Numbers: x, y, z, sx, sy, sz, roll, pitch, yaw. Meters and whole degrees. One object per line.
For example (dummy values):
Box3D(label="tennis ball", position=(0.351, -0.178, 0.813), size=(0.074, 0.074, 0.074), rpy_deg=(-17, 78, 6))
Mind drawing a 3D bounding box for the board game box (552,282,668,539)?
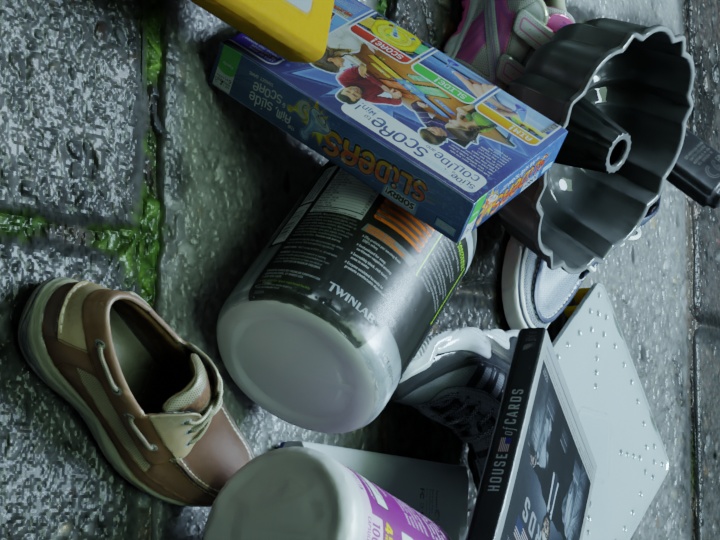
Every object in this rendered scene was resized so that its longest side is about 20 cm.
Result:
Box3D(label="board game box", position=(0.184, 0.145, 1.514), size=(0.200, 0.026, 0.200), rpy_deg=(-49, 125, -44))

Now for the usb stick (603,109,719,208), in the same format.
Box3D(label="usb stick", position=(0.220, -0.122, 1.482), size=(0.055, 0.200, 0.033), rpy_deg=(-37, 160, -45))

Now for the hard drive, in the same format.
Box3D(label="hard drive", position=(0.010, 0.195, 1.271), size=(0.200, 0.025, 0.132), rpy_deg=(16, 73, -52))

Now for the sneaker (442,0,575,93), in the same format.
Box3D(label="sneaker", position=(0.118, -0.172, 1.403), size=(0.081, 0.088, 0.200), rpy_deg=(22, 74, -51))

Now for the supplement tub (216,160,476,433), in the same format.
Box3D(label="supplement tub", position=(0.000, 0.000, 1.198), size=(0.200, 0.122, 0.123), rpy_deg=(-56, 129, -41))

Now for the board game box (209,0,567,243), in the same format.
Box3D(label="board game box", position=(0.020, -0.108, 1.193), size=(0.135, 0.200, 0.035), rpy_deg=(-36, 155, -49))

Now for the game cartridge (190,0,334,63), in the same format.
Box3D(label="game cartridge", position=(-0.069, -0.239, 1.090), size=(0.200, 0.032, 0.177), rpy_deg=(25, 72, -58))

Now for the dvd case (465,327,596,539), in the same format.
Box3D(label="dvd case", position=(0.119, 0.162, 1.245), size=(0.200, 0.025, 0.150), rpy_deg=(-71, 148, -43))

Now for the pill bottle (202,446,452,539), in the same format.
Box3D(label="pill bottle", position=(-0.001, 0.193, 1.135), size=(0.200, 0.112, 0.113), rpy_deg=(38, 57, -49))

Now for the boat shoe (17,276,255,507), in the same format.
Box3D(label="boat shoe", position=(-0.118, 0.078, 1.070), size=(0.200, 0.072, 0.076), rpy_deg=(48, 50, -40))

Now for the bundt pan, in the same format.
Box3D(label="bundt pan", position=(0.167, -0.103, 1.380), size=(0.202, 0.076, 0.202), rpy_deg=(-33, 138, -35))

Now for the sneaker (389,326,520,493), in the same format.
Box3D(label="sneaker", position=(0.082, 0.104, 1.316), size=(0.200, 0.075, 0.114), rpy_deg=(1, 67, -57))

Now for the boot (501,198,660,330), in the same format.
Box3D(label="boot", position=(0.184, -0.032, 1.478), size=(0.073, 0.090, 0.200), rpy_deg=(52, 48, -37))
